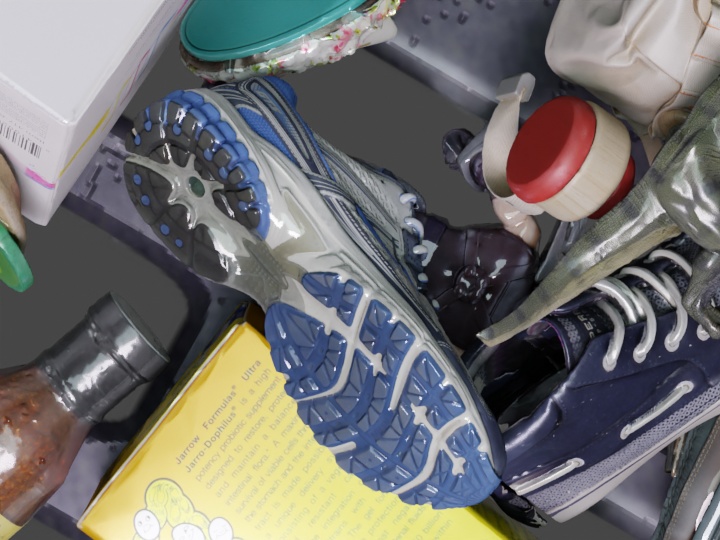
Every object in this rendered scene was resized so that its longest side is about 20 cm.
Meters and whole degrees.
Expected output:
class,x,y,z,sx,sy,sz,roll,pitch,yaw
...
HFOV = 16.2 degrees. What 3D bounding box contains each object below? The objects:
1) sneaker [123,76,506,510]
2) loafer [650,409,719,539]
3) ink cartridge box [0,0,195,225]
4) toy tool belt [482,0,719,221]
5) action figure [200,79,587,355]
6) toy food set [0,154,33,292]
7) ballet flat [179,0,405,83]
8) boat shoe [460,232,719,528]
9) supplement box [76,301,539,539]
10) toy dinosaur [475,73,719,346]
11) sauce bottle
class,x,y,z,sx,sy,sz,roll,pitch,yaw
sneaker,0.000,0.000,0.993,0.200,0.085,0.077,53,135,5
loafer,0.171,0.037,1.090,0.063,0.072,0.201,28,88,24
ink cartridge box,-0.140,-0.116,1.008,0.128,0.200,0.126,34,75,-3
toy tool belt,0.145,-0.090,1.041,0.123,0.125,0.201,32,70,-26
action figure,0.012,-0.016,1.077,0.199,0.069,0.131,28,86,-7
toy food set,-0.214,-0.053,1.007,0.199,0.198,0.049,26,70,20
ballet flat,0.014,-0.134,1.058,0.200,0.064,0.076,-40,52,-5
boat shoe,0.118,0.024,1.028,0.200,0.093,0.075,-43,60,6
supplement box,-0.006,0.119,1.062,0.200,0.109,0.110,40,92,-3
toy dinosaur,0.139,-0.024,0.983,0.200,0.047,0.088,-46,119,3
sauce bottle,-0.167,0.090,1.078,0.200,0.066,0.066,-39,94,2
